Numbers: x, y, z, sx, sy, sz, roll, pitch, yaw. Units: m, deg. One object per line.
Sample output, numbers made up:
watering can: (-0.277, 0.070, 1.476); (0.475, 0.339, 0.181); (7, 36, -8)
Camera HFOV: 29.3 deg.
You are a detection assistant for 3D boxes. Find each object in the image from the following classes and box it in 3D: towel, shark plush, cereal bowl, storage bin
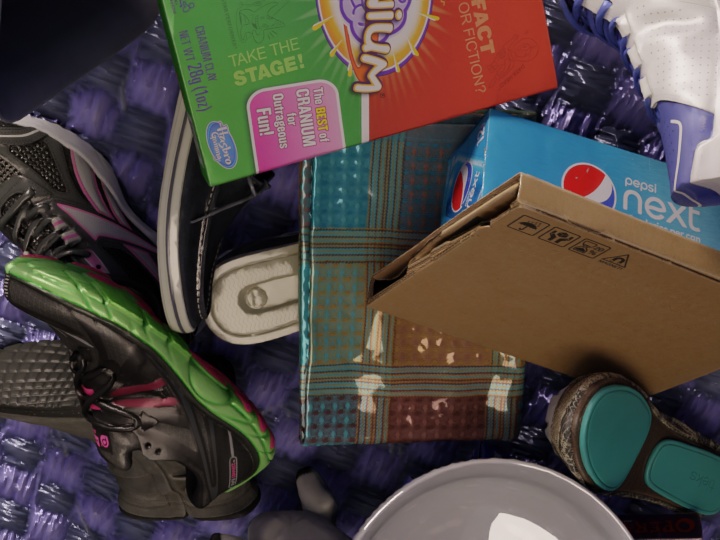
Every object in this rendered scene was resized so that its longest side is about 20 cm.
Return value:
towel: (0.034, 0.005, 0.815); (0.144, 0.022, 0.203); (0, 101, -11)
shark plush: (-0.009, 0.211, 0.921); (0.198, 0.091, 0.084); (22, 141, 36)
cereal bowl: (0.073, 0.214, 0.809); (0.197, 0.083, 0.203); (1, 79, -6)
storage bin: (-0.193, -0.172, 0.717); (0.133, 0.200, 0.147); (19, 122, 10)

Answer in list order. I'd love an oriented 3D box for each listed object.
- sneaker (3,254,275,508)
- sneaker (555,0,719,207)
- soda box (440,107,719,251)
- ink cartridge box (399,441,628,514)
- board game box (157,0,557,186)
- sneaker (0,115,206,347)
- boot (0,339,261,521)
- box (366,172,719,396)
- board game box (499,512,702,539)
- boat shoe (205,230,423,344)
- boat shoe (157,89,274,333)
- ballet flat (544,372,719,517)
sneaker: (-0.135, 0.068, 0.804); (0.084, 0.077, 0.200); (-47, 111, -4)
sneaker: (0.151, -0.128, 0.714); (0.114, 0.203, 0.080); (-4, 165, 26)
soda box: (0.147, -0.022, 0.777); (0.197, 0.069, 0.064); (16, 153, -15)
ink cartridge box: (0.108, 0.212, 0.946); (0.198, 0.077, 0.137); (26, 118, -8)
board game box: (-0.006, -0.146, 0.723); (0.197, 0.040, 0.155); (-17, 107, -9)
sneaker: (-0.174, -0.015, 0.855); (0.199, 0.087, 0.080); (36, 118, -12)
boot: (-0.171, 0.122, 0.949); (0.197, 0.068, 0.132); (3, 126, 9)
box: (0.124, 0.017, 0.755); (0.198, 0.022, 0.163); (19, 153, -22)
board game box: (0.120, 0.214, 0.889); (0.197, 0.032, 0.122); (-3, 121, 10)
boat shoe: (0.000, 0.000, 0.855); (0.197, 0.068, 0.073); (-7, 99, -3)
boat shoe: (-0.076, -0.062, 0.786); (0.061, 0.075, 0.203); (11, 89, 1)
ballet flat: (0.157, 0.104, 0.845); (0.199, 0.075, 0.069); (29, 87, -45)
